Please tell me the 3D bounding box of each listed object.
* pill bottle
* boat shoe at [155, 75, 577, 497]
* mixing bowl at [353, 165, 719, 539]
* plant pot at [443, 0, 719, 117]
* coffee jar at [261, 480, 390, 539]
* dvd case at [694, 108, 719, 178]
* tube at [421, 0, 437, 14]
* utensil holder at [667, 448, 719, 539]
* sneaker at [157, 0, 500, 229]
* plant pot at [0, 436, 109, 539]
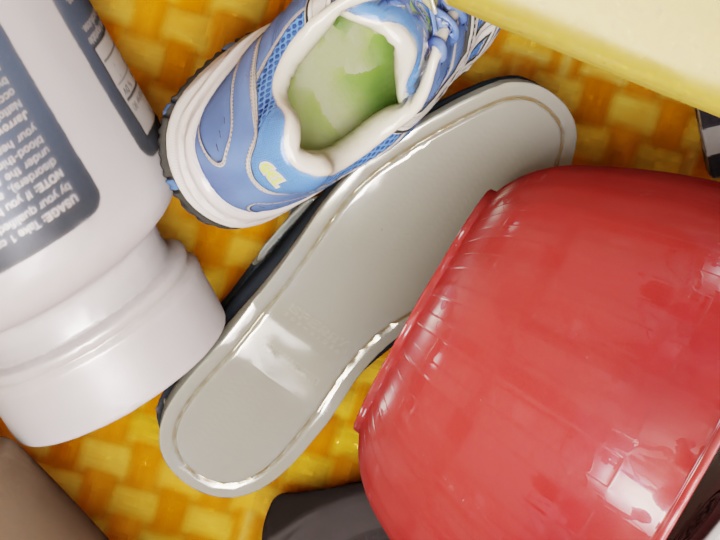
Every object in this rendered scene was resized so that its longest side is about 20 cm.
[{"bbox_3d":[-0.135,-0.044,1.033,0.119,0.120,0.201,-28,107,5],"label":"pill bottle"},{"bbox_3d":[0.000,0.000,1.087,0.075,0.062,0.200,35,105,-18],"label":"boat shoe"},{"bbox_3d":[0.067,0.039,0.999,0.108,0.200,0.201,31,104,4],"label":"mixing bowl"},{"bbox_3d":[0.157,-0.132,0.889,0.199,0.196,0.195,28,102,-2],"label":"plant pot"},{"bbox_3d":[0.027,0.173,1.131,0.104,0.085,0.201,-12,108,6],"label":"coffee jar"},{"bbox_3d":[0.182,-0.146,1.077,0.148,0.016,0.201,-13,107,-1],"label":"dvd case"},{"bbox_3d":[0.010,-0.145,0.969,0.058,0.200,0.052,32,105,-12],"label":"tube"},{"bbox_3d":[0.192,0.154,1.078,0.200,0.170,0.170,41,101,-2],"label":"utensil holder"},{"bbox_3d":[0.018,-0.089,1.025,0.076,0.077,0.200,47,70,-19],"label":"sneaker"},{"bbox_3d":[-0.134,0.161,1.055,0.199,0.200,0.175,-28,100,5],"label":"plant pot"}]
